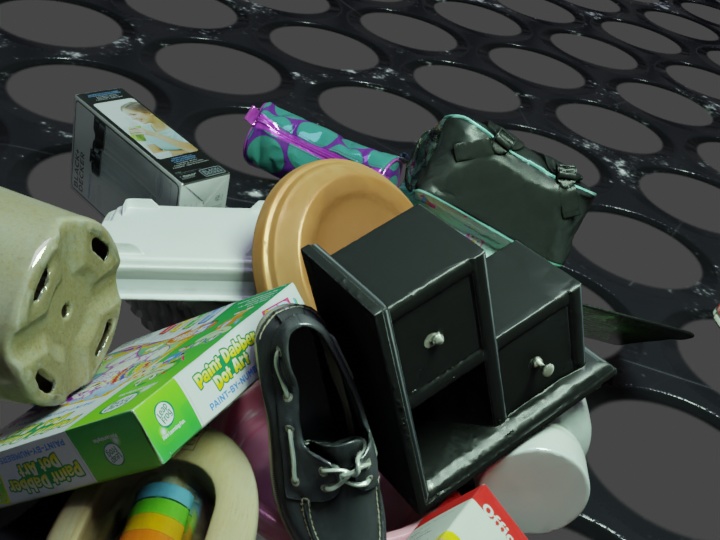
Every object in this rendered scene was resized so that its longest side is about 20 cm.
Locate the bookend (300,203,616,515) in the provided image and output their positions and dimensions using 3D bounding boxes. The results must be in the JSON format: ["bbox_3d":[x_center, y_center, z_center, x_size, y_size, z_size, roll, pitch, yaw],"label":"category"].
[{"bbox_3d":[0.080,0.035,0.712,0.199,0.200,0.092,-30,42,-20],"label":"bookend"}]

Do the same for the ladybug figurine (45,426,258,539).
[{"bbox_3d":[-0.132,0.184,0.643,0.134,0.073,0.201,4,37,11],"label":"ladybug figurine"}]

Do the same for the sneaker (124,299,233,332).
[{"bbox_3d":[-0.124,0.030,0.893,0.198,0.075,0.082,19,46,11],"label":"sneaker"}]

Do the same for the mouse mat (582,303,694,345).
[{"bbox_3d":[0.219,0.051,0.984,0.159,0.008,0.200,14,-7,-5],"label":"mouse mat"}]

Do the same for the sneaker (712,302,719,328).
[{"bbox_3d":[0.507,0.068,1.133,0.198,0.086,0.077,22,30,10],"label":"sneaker"}]

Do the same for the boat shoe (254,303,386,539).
[{"bbox_3d":[-0.024,0.121,0.652,0.072,0.202,0.063,-16,4,-15],"label":"boat shoe"}]

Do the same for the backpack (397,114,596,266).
[{"bbox_3d":[0.122,-0.066,0.995,0.174,0.155,0.200,24,9,-7],"label":"backpack"}]

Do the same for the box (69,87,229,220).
[{"bbox_3d":[-0.224,-0.093,1.027,0.060,0.118,0.200,-19,46,-41],"label":"box"}]

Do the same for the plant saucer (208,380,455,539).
[{"bbox_3d":[-0.024,0.156,0.779,0.198,0.051,0.201,12,30,-7],"label":"plant saucer"}]

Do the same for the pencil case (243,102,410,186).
[{"bbox_3d":[-0.044,-0.134,1.201,0.198,0.086,0.092,24,-11,16],"label":"pencil case"}]

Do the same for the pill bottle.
[{"bbox_3d":[0.137,0.121,0.846,0.113,0.115,0.201,13,30,-5],"label":"pill bottle"}]

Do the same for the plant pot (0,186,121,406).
[{"bbox_3d":[-0.282,0.012,0.711,0.181,0.203,0.201,10,29,15],"label":"plant pot"}]

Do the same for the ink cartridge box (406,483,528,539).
[{"bbox_3d":[0.072,0.227,0.651,0.117,0.067,0.200,51,37,2],"label":"ink cartridge box"}]

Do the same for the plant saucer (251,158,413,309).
[{"bbox_3d":[0.000,0.000,0.831,0.199,0.037,0.203,14,67,-37],"label":"plant saucer"}]

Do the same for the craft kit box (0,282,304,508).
[{"bbox_3d":[-0.160,0.090,0.713,0.199,0.049,0.198,-20,15,33],"label":"craft kit box"}]

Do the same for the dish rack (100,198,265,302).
[{"bbox_3d":[-0.141,-0.024,0.868,0.197,0.044,0.172,1,23,-5],"label":"dish rack"}]
